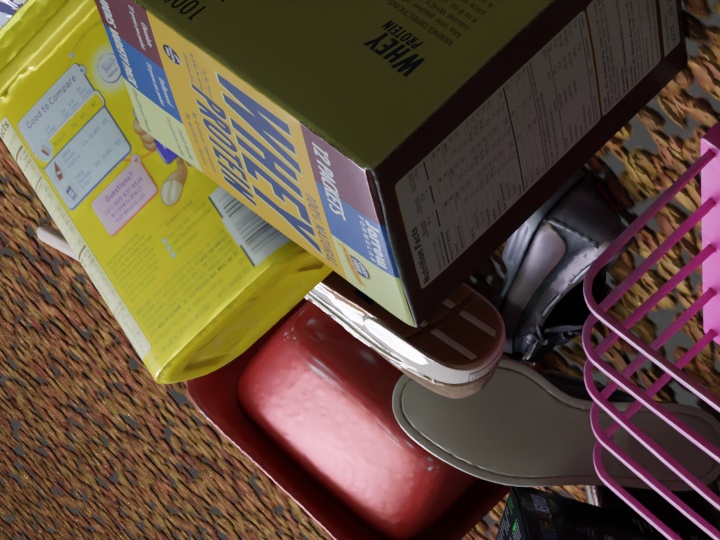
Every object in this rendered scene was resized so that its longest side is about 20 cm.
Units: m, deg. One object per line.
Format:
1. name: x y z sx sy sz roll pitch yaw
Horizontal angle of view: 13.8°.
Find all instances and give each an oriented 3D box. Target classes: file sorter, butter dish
1. file sorter: 0.194 0.054 1.523 0.139 0.125 0.200 39 161 25
2. butter dish: 0.029 0.059 1.883 0.199 0.200 0.148 43 139 8

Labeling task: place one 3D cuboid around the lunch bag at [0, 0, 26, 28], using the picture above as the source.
1. lunch bag: -0.210 -0.212 1.659 0.200 0.124 0.170 47 157 16

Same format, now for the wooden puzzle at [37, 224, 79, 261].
1. wooden puzzle: -0.078 -0.030 1.894 0.185 0.200 0.037 26 128 47

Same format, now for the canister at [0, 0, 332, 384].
1. canister: -0.105 -0.059 1.571 0.148 0.086 0.200 -42 74 31

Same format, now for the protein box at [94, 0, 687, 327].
1. protein box: 0.015 -0.122 1.430 0.198 0.200 0.135 36 160 29

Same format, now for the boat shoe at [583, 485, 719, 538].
1. boat shoe: 0.195 0.180 1.886 0.203 0.075 0.075 56 171 -20

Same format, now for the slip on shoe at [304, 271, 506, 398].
1. slip on shoe: 0.000 0.000 1.730 0.200 0.076 0.061 36 158 13

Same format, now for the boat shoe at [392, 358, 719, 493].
1. boat shoe: 0.117 0.096 1.779 0.199 0.073 0.063 10 176 2

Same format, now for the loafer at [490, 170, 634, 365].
1. loafer: 0.115 0.012 1.713 0.063 0.072 0.200 37 158 15

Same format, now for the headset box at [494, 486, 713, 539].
1. headset box: 0.176 0.211 1.749 0.199 0.093 0.174 16 -172 -2
